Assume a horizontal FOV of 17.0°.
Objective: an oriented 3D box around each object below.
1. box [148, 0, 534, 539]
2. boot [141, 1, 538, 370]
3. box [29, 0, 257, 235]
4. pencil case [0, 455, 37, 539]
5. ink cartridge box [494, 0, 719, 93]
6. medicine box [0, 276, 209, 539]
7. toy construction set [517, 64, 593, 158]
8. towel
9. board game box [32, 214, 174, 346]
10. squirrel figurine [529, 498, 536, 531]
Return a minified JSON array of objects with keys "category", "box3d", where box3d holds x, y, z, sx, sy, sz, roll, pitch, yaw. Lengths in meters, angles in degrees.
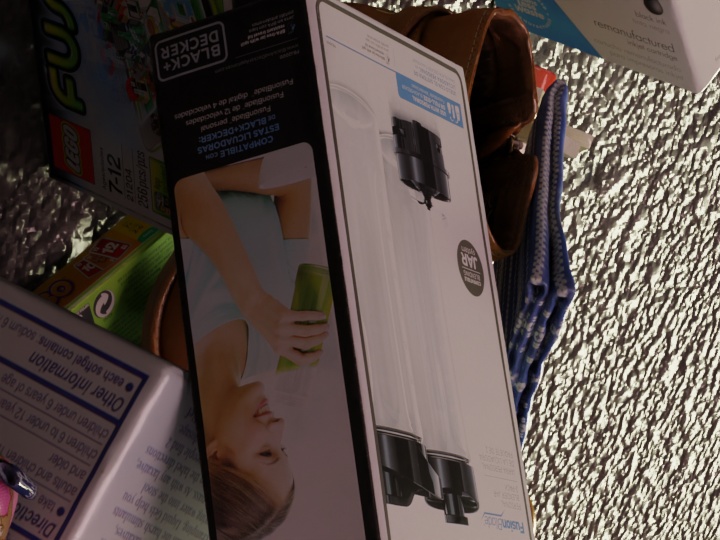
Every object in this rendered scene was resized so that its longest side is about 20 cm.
[{"category":"box","box3d":[-0.002,0.025,0.755,0.116,0.060,0.202,21,59,-60]},{"category":"boot","box3d":[0.000,0.000,0.895,0.076,0.154,0.202,13,78,-49]},{"category":"box","box3d":[-0.070,-0.109,0.832,0.035,0.110,0.201,-31,131,-38]},{"category":"pencil case","box3d":[-0.195,0.044,0.682,0.087,0.199,0.083,-63,173,16]},{"category":"ink cartridge box","box3d":[0.093,-0.178,1.000,0.067,0.115,0.201,-49,140,-21]},{"category":"medicine box","box3d":[-0.144,0.102,0.791,0.103,0.181,0.201,36,80,-53]},{"category":"toy construction set","box3d":[0.025,0.000,1.031,0.201,0.092,0.131,-58,151,4]},{"category":"towel","box3d":[0.055,0.047,0.923,0.145,0.024,0.201,-82,-176,-56]},{"category":"board game box","box3d":[-0.095,0.081,0.975,0.095,0.030,0.201,-41,135,-32]},{"category":"squirrel figurine","box3d":[0.101,0.241,1.177,0.141,0.186,0.201,-30,132,-43]}]
